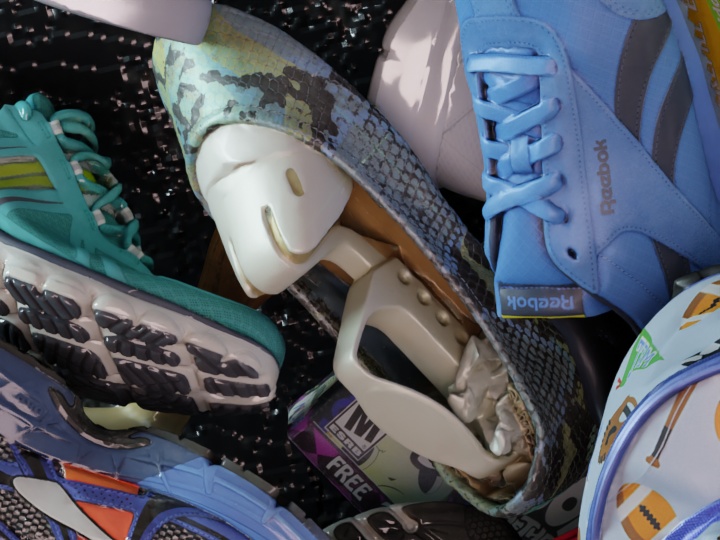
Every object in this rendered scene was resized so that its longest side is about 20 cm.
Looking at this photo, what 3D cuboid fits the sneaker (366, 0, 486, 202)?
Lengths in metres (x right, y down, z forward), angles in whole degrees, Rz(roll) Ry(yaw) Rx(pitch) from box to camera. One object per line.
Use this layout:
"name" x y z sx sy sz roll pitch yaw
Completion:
"sneaker" 0.062 -0.112 0.957 0.087 0.075 0.201 17 115 10

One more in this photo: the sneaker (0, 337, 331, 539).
"sneaker" -0.083 0.085 0.938 0.199 0.075 0.079 27 80 7

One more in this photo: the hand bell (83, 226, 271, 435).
"hand bell" -0.061 0.032 1.014 0.104 0.104 0.200 31 92 -8

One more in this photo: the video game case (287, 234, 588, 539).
"video game case" 0.106 0.064 1.032 0.181 0.036 0.200 -41 102 12

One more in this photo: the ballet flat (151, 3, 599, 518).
"ballet flat" 0.000 0.000 0.947 0.200 0.074 0.074 44 103 -4

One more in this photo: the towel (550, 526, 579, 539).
"towel" 0.137 0.158 0.949 0.144 0.022 0.201 -24 82 0

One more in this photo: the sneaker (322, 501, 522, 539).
"sneaker" -0.016 0.144 1.032 0.078 0.090 0.200 49 114 8

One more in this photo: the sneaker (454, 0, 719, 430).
"sneaker" 0.065 -0.035 0.902 0.078 0.066 0.201 -43 124 -26

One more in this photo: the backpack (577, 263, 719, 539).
"backpack" 0.142 0.096 0.851 0.199 0.154 0.191 -3 104 3

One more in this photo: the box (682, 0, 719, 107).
"box" 0.149 -0.106 0.895 0.101 0.112 0.201 -29 118 -17

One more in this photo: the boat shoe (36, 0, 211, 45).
"boat shoe" -0.129 -0.134 0.945 0.199 0.070 0.066 26 98 20

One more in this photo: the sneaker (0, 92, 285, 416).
"sneaker" -0.107 -0.019 0.967 0.199 0.078 0.080 29 69 14
